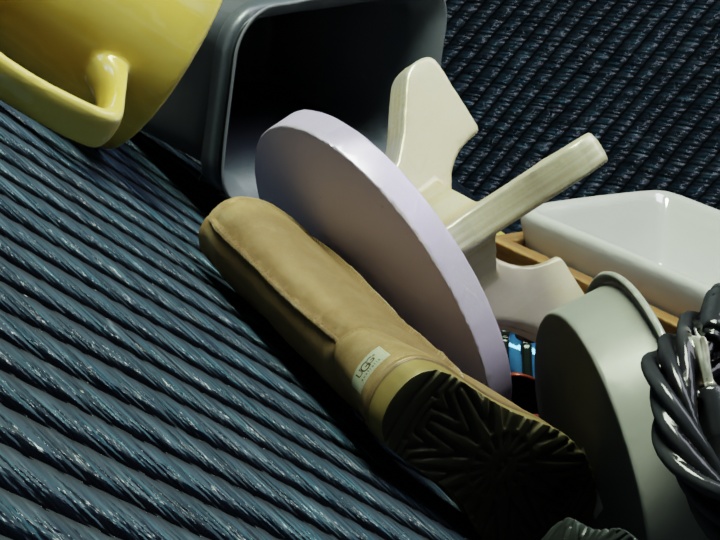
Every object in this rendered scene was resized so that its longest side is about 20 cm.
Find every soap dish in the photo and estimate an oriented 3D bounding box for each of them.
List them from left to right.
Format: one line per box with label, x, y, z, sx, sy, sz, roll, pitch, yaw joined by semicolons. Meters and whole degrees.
soap dish;0.193;0.022;1.429;0.157;0.082;0.199;-8;26;-44

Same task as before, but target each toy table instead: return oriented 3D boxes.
toy table;0.045;-0.018;1.355;0.183;0.117;0.201;-11;-71;54

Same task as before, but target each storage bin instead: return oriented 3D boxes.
storage bin;-0.061;-0.139;1.546;0.134;0.146;0.199;23;25;35

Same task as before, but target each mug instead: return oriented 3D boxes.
mug;-0.162;-0.165;1.345;0.153;0.150;0.187;30;3;-21

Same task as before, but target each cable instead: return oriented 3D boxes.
cable;0.201;0.107;1.142;0.201;0.051;0.163;57;25;-10

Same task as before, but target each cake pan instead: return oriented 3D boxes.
cake pan;0.134;0.102;1.258;0.200;0.036;0.202;166;-90;-80

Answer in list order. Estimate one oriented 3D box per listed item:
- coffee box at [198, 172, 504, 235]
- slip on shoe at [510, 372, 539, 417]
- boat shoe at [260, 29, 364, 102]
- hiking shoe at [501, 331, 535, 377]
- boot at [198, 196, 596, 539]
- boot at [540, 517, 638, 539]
coffee box;-0.002;-0.040;1.632;0.123;0.044;0.200;35;16;31
slip on shoe;0.088;0.089;1.442;0.074;0.061;0.200;37;5;-16
boat shoe;-0.043;-0.125;1.685;0.068;0.200;0.075;35;42;-10
hiking shoe;0.111;0.062;1.665;0.200;0.087;0.074;41;6;4
boot;0.020;0.051;1.270;0.175;0.066;0.200;45;-2;-38
boot;0.147;0.182;1.028;0.168;0.077;0.200;37;0;-4
